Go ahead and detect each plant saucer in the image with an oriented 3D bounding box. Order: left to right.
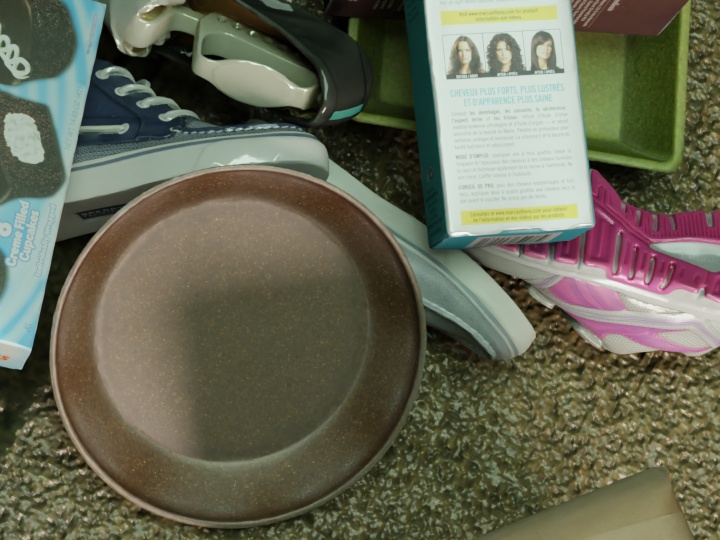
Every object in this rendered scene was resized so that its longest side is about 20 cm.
[{"bbox_3d":[-0.066,0.037,1.549,0.199,0.037,0.201,-3,108,-11],"label":"plant saucer"},{"bbox_3d":[0.088,-0.156,1.686,0.199,0.048,0.201,9,70,-10],"label":"plant saucer"}]

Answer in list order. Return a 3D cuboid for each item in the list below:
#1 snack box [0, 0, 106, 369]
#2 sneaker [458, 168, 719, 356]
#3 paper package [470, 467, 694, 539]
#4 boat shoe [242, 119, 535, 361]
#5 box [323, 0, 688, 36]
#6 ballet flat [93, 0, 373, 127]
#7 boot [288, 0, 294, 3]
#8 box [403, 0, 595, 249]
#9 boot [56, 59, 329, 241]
[{"bbox_3d":[-0.207,-0.058,1.507,0.116,0.037,0.201,14,66,-11],"label":"snack box"},{"bbox_3d":[0.128,0.001,1.620,0.199,0.088,0.082,20,50,-2],"label":"sneaker"},{"bbox_3d":[0.065,0.194,1.484,0.199,0.191,0.104,-20,77,-18],"label":"paper package"},{"bbox_3d":[0.000,0.000,1.607,0.200,0.070,0.072,35,78,5],"label":"boat shoe"},{"bbox_3d":[0.080,-0.193,1.632,0.199,0.075,0.101,3,73,-11],"label":"box"},{"bbox_3d":[-0.087,-0.135,1.567,0.199,0.068,0.068,26,33,9],"label":"ballet flat"},{"bbox_3d":[-0.129,-0.206,1.646,0.199,0.066,0.176,14,57,-9],"label":"boot"},{"bbox_3d":[0.069,-0.115,1.549,0.082,0.049,0.201,-4,82,-13],"label":"box"},{"bbox_3d":[-0.117,-0.075,1.570,0.199,0.073,0.091,-8,69,8],"label":"boot"}]
